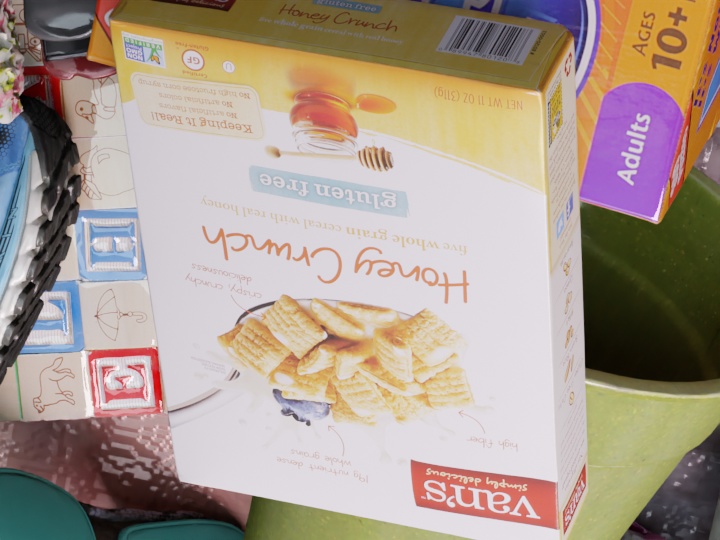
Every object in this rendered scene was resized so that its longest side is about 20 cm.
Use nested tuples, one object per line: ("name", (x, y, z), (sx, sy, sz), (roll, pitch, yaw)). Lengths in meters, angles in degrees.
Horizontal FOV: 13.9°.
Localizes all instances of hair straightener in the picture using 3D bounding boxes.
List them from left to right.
("hair straightener", (-0.106, -0.173, 1.059), (0.041, 0.077, 0.200), (-3, 73, 4))

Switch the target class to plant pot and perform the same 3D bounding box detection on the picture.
("plant pot", (0.039, 0.056, 1.123), (0.200, 0.200, 0.190), (21, 120, -5))

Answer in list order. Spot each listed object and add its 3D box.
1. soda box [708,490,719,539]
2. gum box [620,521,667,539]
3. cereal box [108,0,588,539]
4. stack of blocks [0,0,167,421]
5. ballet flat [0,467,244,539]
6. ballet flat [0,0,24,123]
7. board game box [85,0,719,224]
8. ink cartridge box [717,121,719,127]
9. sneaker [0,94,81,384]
("soda box", (0.174, 0.116, 1.143), (0.068, 0.064, 0.200), (16, 80, -12))
("gum box", (0.091, 0.206, 1.218), (0.113, 0.066, 0.200), (36, 106, -11))
("cereal box", (0.000, 0.000, 0.959), (0.144, 0.040, 0.200), (10, 132, 18))
("stack of blocks", (-0.110, -0.045, 1.146), (0.115, 0.059, 0.200), (-2, 108, 3))
("ballet flat", (-0.115, 0.123, 1.150), (0.072, 0.200, 0.072), (-8, 75, 31))
("ballet flat", (-0.176, -0.138, 1.073), (0.064, 0.076, 0.200), (-45, 69, 7))
("board game box", (0.047, -0.161, 1.004), (0.200, 0.200, 0.200), (16, 112, 10))
("ink cartridge box", (0.170, -0.150, 1.105), (0.200, 0.047, 0.198), (6, 109, 15))
("sneaker", (-0.173, 0.019, 1.099), (0.090, 0.078, 0.200), (29, 106, -2))
